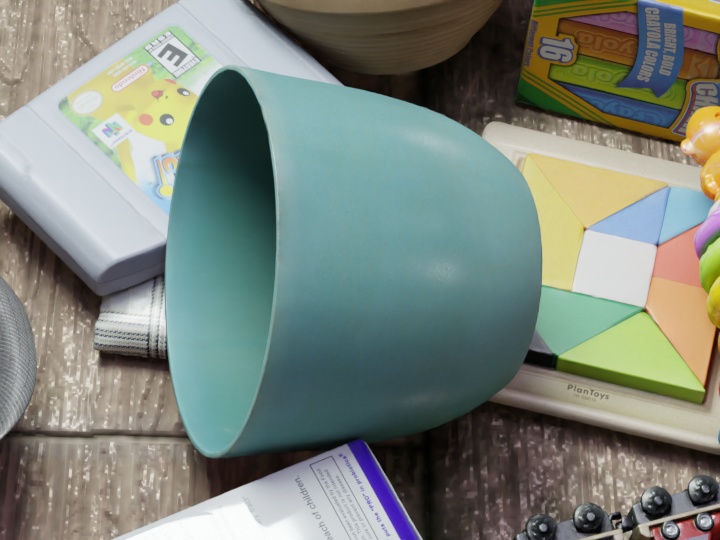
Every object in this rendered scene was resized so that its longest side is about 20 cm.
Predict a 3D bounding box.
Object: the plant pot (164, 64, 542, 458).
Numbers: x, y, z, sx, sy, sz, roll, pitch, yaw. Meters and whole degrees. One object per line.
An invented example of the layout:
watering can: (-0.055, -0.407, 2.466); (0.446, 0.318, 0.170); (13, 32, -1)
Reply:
plant pot: (0.000, 0.000, 1.220); (0.160, 0.201, 0.202); (4, 53, -20)

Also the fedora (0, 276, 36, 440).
fedora: (-0.260, 0.066, 1.238); (0.176, 0.091, 0.200); (-24, 54, -21)

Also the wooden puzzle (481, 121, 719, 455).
wooden puzzle: (0.144, 0.003, 1.344); (0.183, 0.037, 0.201); (13, 55, 5)

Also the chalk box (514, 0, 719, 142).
chalk box: (0.206, -0.161, 1.408); (0.198, 0.124, 0.126); (13, 56, 5)

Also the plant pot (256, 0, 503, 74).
plant pot: (0.016, -0.183, 1.411); (0.199, 0.093, 0.201); (-5, 34, 4)

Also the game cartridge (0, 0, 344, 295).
game cartridge: (-0.107, -0.077, 1.345); (0.200, 0.041, 0.133); (-39, 73, -26)

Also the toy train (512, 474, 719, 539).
toy train: (0.170, 0.139, 1.255); (0.198, 0.034, 0.046); (-12, 69, -13)

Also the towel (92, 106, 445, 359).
towel: (-0.049, -0.031, 1.355); (0.191, 0.035, 0.201); (6, 55, 0)

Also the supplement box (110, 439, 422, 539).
supplement box: (-0.067, 0.182, 1.165); (0.199, 0.102, 0.104); (-21, 59, -18)

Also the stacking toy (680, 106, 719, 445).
stacking toy: (0.225, -0.007, 1.290); (0.115, 0.110, 0.201); (-13, 61, -16)
